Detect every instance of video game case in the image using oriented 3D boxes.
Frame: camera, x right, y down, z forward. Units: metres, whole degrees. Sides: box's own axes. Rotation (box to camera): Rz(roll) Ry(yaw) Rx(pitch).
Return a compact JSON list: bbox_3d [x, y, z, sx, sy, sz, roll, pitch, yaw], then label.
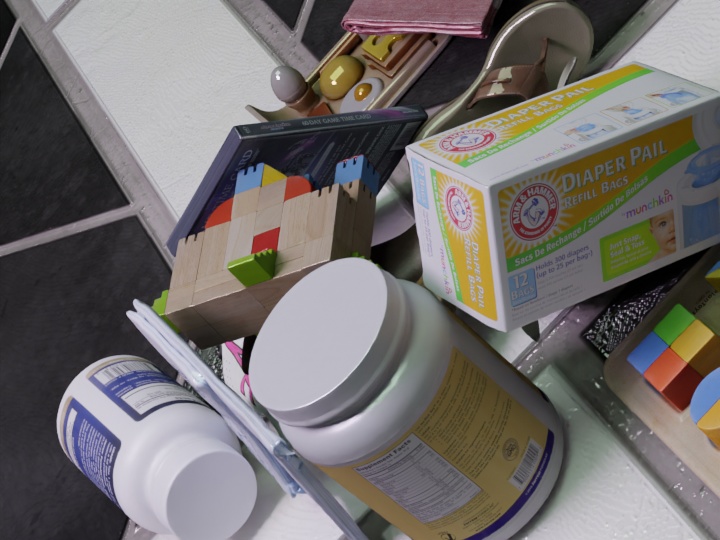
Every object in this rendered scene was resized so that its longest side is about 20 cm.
[{"bbox_3d":[-0.051,-0.075,1.635,0.019,0.200,0.143,57,134,25],"label":"video game case"}]

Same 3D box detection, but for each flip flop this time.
[{"bbox_3d":[0.118,-0.137,1.628,0.200,0.081,0.058,-45,25,14],"label":"flip flop"}]

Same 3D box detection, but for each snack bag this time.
[{"bbox_3d":[-0.080,0.122,1.481,0.021,0.189,0.200,-43,51,-7],"label":"snack bag"}]

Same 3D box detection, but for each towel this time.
[{"bbox_3d":[0.083,-0.284,1.805,0.144,0.023,0.200,6,51,29],"label":"towel"}]

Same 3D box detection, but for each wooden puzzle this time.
[{"bbox_3d":[0.263,0.046,1.319,0.185,0.046,0.200,-47,34,3],"label":"wooden puzzle"}]

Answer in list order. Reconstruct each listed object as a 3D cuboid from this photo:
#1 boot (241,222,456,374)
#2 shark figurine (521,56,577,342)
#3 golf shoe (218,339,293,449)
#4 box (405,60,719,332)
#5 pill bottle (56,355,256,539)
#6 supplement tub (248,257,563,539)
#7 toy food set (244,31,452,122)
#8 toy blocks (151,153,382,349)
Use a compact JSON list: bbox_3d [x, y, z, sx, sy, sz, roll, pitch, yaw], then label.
[{"bbox_3d":[0.000,0.000,1.539,0.166,0.072,0.200,9,76,24],"label":"boot"},{"bbox_3d":[0.154,-0.064,1.465,0.128,0.089,0.215,119,175,-52],"label":"shark figurine"},{"bbox_3d":[-0.067,0.095,1.630,0.092,0.073,0.200,-57,30,21],"label":"golf shoe"},{"bbox_3d":[0.144,-0.053,1.349,0.200,0.113,0.101,-22,29,-24],"label":"box"},{"bbox_3d":[-0.165,0.151,1.640,0.111,0.111,0.200,-52,34,-5],"label":"pill bottle"},{"bbox_3d":[0.032,0.096,1.391,0.145,0.200,0.145,-30,38,27],"label":"supplement tub"},{"bbox_3d":[-0.011,-0.199,1.851,0.200,0.060,0.144,-49,34,0],"label":"toy food set"},{"bbox_3d":[-0.066,-0.025,1.524,0.200,0.100,0.137,-18,45,27],"label":"toy blocks"}]
